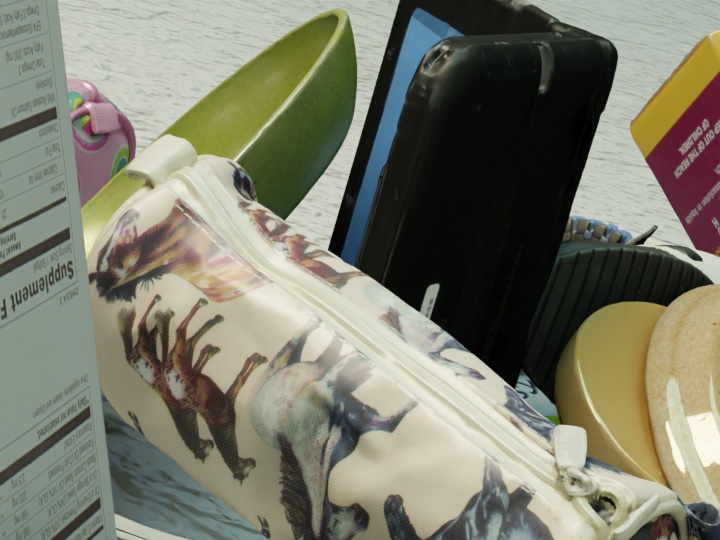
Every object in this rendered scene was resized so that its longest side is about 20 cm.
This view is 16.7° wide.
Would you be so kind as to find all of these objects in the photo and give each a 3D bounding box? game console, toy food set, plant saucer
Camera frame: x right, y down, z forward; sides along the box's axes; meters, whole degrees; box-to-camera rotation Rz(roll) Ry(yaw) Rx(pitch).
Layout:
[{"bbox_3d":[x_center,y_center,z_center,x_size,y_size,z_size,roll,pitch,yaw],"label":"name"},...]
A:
[{"bbox_3d":[0.000,0.000,0.836,0.116,0.200,0.176,23,17,26],"label":"game console"},{"bbox_3d":[0.164,0.090,0.839,0.200,0.049,0.198,0,55,-50],"label":"toy food set"},{"bbox_3d":[-0.070,-0.012,0.857,0.031,0.200,0.200,47,11,-11],"label":"plant saucer"}]

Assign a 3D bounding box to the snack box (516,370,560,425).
[{"bbox_3d":[0.059,0.052,0.995,0.200,0.053,0.142,25,19,27],"label":"snack box"}]

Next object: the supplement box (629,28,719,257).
[{"bbox_3d":[0.232,-0.021,1.081,0.131,0.103,0.200,-21,75,-23],"label":"supplement box"}]

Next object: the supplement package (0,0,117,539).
[{"bbox_3d":[-0.153,0.020,0.522,0.152,0.200,0.151,-2,12,17],"label":"supplement package"}]

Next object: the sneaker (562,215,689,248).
[{"bbox_3d":[0.178,0.024,1.186,0.200,0.077,0.085,27,11,28],"label":"sneaker"}]

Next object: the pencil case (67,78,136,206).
[{"bbox_3d":[-0.202,-0.074,1.106,0.200,0.087,0.087,24,17,23],"label":"pencil case"}]

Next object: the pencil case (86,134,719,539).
[{"bbox_3d":[0.003,0.043,0.687,0.200,0.089,0.078,37,38,28],"label":"pencil case"}]

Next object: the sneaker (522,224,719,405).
[{"bbox_3d":[0.113,0.024,0.933,0.200,0.074,0.089,17,12,-42],"label":"sneaker"}]

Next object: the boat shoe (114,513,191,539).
[{"bbox_3d":[-0.074,0.100,0.652,0.200,0.071,0.064,12,15,-22],"label":"boat shoe"}]
